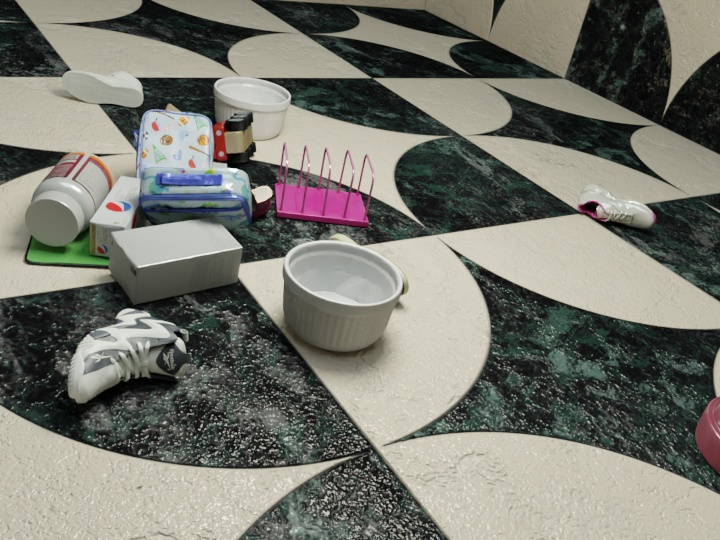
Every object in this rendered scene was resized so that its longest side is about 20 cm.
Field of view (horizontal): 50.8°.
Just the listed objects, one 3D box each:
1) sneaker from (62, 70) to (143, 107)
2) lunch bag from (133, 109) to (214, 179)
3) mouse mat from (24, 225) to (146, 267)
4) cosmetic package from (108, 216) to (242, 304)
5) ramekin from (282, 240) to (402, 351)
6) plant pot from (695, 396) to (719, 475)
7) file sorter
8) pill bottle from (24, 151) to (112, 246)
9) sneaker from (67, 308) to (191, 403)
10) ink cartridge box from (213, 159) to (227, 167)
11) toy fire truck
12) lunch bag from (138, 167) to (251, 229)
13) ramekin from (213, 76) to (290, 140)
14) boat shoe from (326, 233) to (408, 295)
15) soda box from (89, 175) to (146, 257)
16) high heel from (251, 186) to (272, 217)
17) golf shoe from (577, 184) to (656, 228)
[{"bbox_3d":[-0.664,-0.480,1.963,0.198,0.074,0.116,12,27,-21],"label":"sneaker"},{"bbox_3d":[-0.381,-0.230,1.542,0.159,0.076,0.202,3,73,-11],"label":"lunch bag"},{"bbox_3d":[-0.487,-0.050,1.361,0.198,0.008,0.161,3,31,-15],"label":"mouse mat"},{"bbox_3d":[-0.317,-0.021,1.301,0.199,0.082,0.113,-13,41,-35],"label":"cosmetic package"},{"bbox_3d":[-0.037,0.045,1.263,0.198,0.106,0.201,10,30,-6],"label":"ramekin"},{"bbox_3d":[0.645,0.226,1.163,0.198,0.180,0.201,9,30,-5],"label":"plant pot"},{"bbox_3d":[-0.078,-0.192,1.641,0.198,0.126,0.139,6,30,-12],"label":"file sorter"},{"bbox_3d":[-0.524,-0.130,1.366,0.109,0.110,0.201,9,30,-6],"label":"pill bottle"},{"bbox_3d":[-0.308,0.125,1.059,0.128,0.080,0.199,8,19,9],"label":"sneaker"},{"bbox_3d":[-0.375,-0.223,1.680,0.161,0.058,0.200,6,10,-12],"label":"ink cartridge box"},{"bbox_3d":[-0.354,-0.324,1.764,0.198,0.130,0.176,-3,19,1],"label":"toy fire truck"},{"bbox_3d":[-0.302,-0.132,1.395,0.198,0.161,0.083,-1,72,-5],"label":"lunch bag"},{"bbox_3d":[-0.284,-0.418,1.965,0.198,0.106,0.201,9,30,-5],"label":"ramekin"},{"bbox_3d":[0.000,-0.001,1.413,0.200,0.072,0.066,33,45,31],"label":"boat shoe"},{"bbox_3d":[-0.437,-0.100,1.390,0.063,0.069,0.201,8,30,-5],"label":"soda box"},{"bbox_3d":[-0.272,-0.114,1.535,0.198,0.096,0.068,-15,77,-18],"label":"high heel"},{"bbox_3d":[0.642,-0.145,1.916,0.199,0.076,0.092,25,47,24],"label":"golf shoe"}]
